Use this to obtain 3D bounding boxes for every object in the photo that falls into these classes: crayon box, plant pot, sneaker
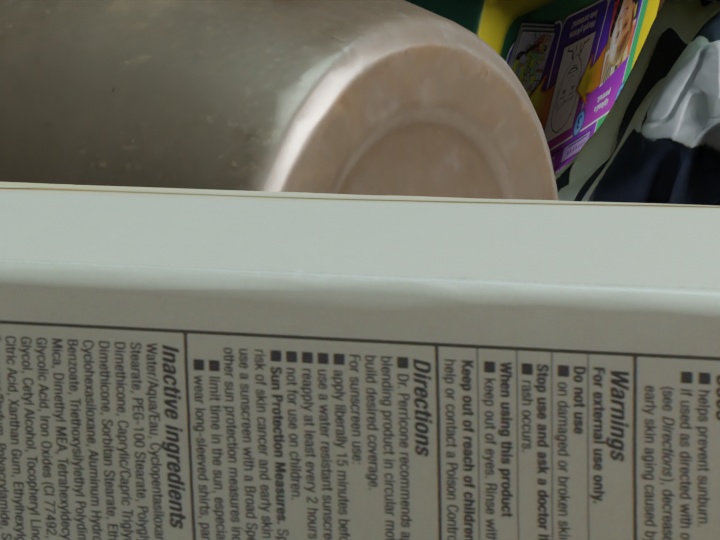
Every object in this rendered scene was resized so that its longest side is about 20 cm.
[{"bbox_3d":[0.048,-0.062,0.914,0.058,0.173,0.200,21,24,20],"label":"crayon box"},{"bbox_3d":[-0.054,-0.009,0.588,0.174,0.201,0.200,8,18,41],"label":"plant pot"},{"bbox_3d":[0.111,-0.036,0.838,0.079,0.199,0.130,36,41,5],"label":"sneaker"}]

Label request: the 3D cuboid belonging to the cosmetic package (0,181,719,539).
[{"bbox_3d":[0.005,0.041,0.449,0.200,0.104,0.073,3,14,15],"label":"cosmetic package"}]
